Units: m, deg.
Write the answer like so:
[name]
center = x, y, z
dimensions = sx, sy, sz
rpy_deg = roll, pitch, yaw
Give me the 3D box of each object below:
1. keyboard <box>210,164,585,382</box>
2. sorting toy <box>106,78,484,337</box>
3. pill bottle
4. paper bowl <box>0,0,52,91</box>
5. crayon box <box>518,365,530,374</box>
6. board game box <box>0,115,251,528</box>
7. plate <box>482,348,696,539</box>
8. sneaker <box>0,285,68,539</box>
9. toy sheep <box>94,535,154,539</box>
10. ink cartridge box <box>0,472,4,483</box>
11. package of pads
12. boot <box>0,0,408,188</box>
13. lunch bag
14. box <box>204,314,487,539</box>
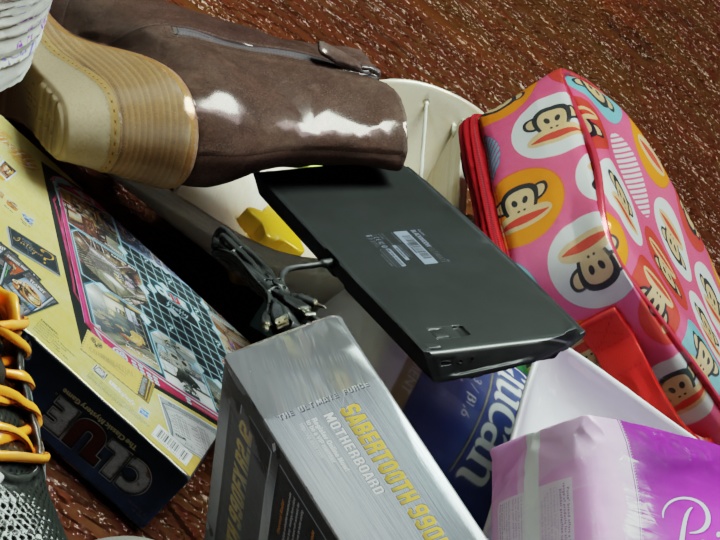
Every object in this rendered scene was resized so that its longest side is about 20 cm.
[keyboard]
center = 0.000, 0.000, 1.252
dimensions = 0.127, 0.021, 0.200
rpy_deg = -6, 25, -21
[sorting toy]
center = -0.037, -0.031, 1.403
dimensions = 0.180, 0.107, 0.200
rpy_deg = 30, 28, -13
[pill bottle]
center = 0.055, 0.100, 1.301
dimensions = 0.200, 0.111, 0.111
rpy_deg = 36, 25, -20
[paper bowl]
center = -0.224, -0.127, 1.193
dimensions = 0.201, 0.104, 0.201
rpy_deg = 18, 24, -8
[crayon box]
center = 0.124, 0.062, 1.546
dimensions = 0.119, 0.058, 0.200
rpy_deg = 25, 30, -38
[board game box]
center = -0.137, 0.005, 1.243
dimensions = 0.200, 0.035, 0.135
rpy_deg = 43, 23, -4
[plate]
center = 0.117, 0.160, 1.230
dimensions = 0.200, 0.032, 0.200
rpy_deg = 35, 55, -21
[sneaker]
center = -0.154, 0.042, 1.101
dimensions = 0.078, 0.077, 0.200
rpy_deg = 11, 41, -54
[toy sheep]
center = -0.073, 0.158, 0.976
dimensions = 0.200, 0.138, 0.138
rpy_deg = 57, 12, -38
[ink cartridge box]
center = -0.197, 0.074, 0.988
dimensions = 0.200, 0.068, 0.115
rpy_deg = 42, 24, -7
[package of pads]
center = 0.115, 0.164, 1.159
dimensions = 0.120, 0.076, 0.200
rpy_deg = 15, 65, -34
[boot]
center = -0.083, -0.094, 1.358
dimensions = 0.166, 0.072, 0.200
rpy_deg = 0, 30, -24
[lunch bag]
center = 0.124, 0.022, 1.378
dimensions = 0.200, 0.082, 0.176
rpy_deg = 53, 17, -36
[box]
center = 0.000, 0.139, 1.047
dimensions = 0.048, 0.200, 0.158
rpy_deg = -19, 54, -22
